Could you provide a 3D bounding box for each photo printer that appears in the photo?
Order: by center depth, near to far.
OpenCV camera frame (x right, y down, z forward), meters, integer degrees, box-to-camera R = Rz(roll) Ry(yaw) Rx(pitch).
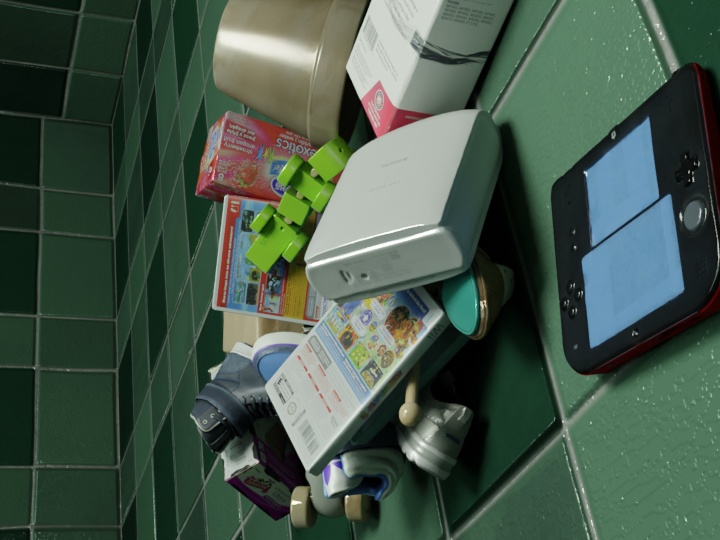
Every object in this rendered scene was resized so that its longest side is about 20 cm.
[{"bbox_3d":[0.047,-0.070,0.999,0.164,0.070,0.202,-14,36,33],"label":"photo printer"}]

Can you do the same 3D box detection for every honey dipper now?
[{"bbox_3d":[0.055,0.062,1.034,0.038,0.037,0.203,121,159,-49],"label":"honey dipper"}]

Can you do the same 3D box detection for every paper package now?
[{"bbox_3d":[-0.130,0.029,1.560,0.199,0.102,0.195,166,107,-67],"label":"paper package"}]

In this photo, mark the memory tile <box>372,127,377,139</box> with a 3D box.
[{"bbox_3d":[0.049,-0.129,1.236,0.153,0.016,0.204,137,133,-61],"label":"memory tile"}]

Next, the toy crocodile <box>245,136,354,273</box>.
[{"bbox_3d":[-0.076,-0.076,1.256,0.201,0.067,0.062,-56,-1,31],"label":"toy crocodile"}]

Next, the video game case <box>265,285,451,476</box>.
[{"bbox_3d":[-0.007,0.084,1.045,0.201,0.018,0.144,-50,35,9],"label":"video game case"}]

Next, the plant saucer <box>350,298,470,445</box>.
[{"bbox_3d":[0.055,0.091,1.055,0.200,0.019,0.070,-47,28,19],"label":"plant saucer"}]

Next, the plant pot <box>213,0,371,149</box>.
[{"bbox_3d":[-0.082,-0.257,1.289,0.200,0.170,0.204,13,-90,-85],"label":"plant pot"}]

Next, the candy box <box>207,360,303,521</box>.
[{"bbox_3d":[-0.148,0.237,1.524,0.060,0.137,0.202,-29,45,11],"label":"candy box"}]

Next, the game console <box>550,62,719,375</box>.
[{"bbox_3d":[0.203,-0.029,0.790,0.200,0.030,0.180,134,136,-59],"label":"game console"}]

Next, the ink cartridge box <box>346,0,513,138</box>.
[{"bbox_3d":[0.069,-0.250,1.093,0.146,0.083,0.202,-112,36,-44],"label":"ink cartridge box"}]

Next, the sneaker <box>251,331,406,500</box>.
[{"bbox_3d":[-0.036,0.164,1.126,0.081,0.198,0.148,-48,19,36],"label":"sneaker"}]

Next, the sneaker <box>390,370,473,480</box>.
[{"bbox_3d":[0.069,0.135,1.089,0.082,0.074,0.200,-52,26,7],"label":"sneaker"}]

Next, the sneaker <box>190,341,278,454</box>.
[{"bbox_3d":[-0.132,0.191,1.402,0.200,0.147,0.078,19,145,34],"label":"sneaker"}]

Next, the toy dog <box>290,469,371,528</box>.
[{"bbox_3d":[-0.032,0.212,1.279,0.096,0.130,0.204,-24,-51,-78],"label":"toy dog"}]

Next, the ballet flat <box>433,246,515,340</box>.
[{"bbox_3d":[0.101,0.003,0.994,0.200,0.071,0.069,-130,49,-60],"label":"ballet flat"}]

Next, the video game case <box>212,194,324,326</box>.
[{"bbox_3d":[-0.079,-0.008,1.314,0.017,0.196,0.146,-62,-19,-80],"label":"video game case"}]

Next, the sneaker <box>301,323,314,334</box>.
[{"bbox_3d":[-0.039,0.075,1.380,0.084,0.079,0.202,92,174,-48],"label":"sneaker"}]

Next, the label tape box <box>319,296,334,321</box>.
[{"bbox_3d":[0.000,0.000,1.204,0.199,0.065,0.146,17,105,52],"label":"label tape box"}]

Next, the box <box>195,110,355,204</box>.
[{"bbox_3d":[-0.102,-0.123,1.367,0.099,0.197,0.097,163,121,-66],"label":"box"}]
